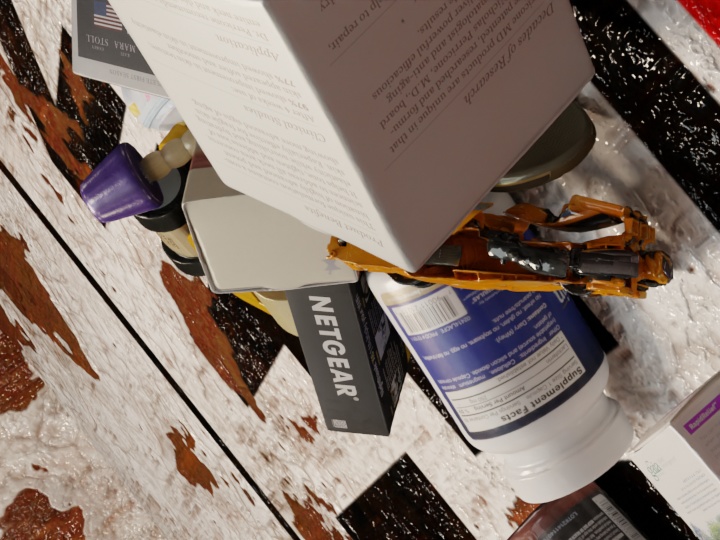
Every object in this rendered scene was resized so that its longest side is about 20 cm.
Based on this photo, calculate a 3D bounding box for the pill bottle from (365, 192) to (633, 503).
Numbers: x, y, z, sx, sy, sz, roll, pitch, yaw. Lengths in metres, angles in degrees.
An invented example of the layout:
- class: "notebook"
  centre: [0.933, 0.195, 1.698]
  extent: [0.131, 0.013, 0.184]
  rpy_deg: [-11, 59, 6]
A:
- class: "pill bottle"
  centre: [0.100, 0.054, 1.194]
  extent: [0.200, 0.116, 0.116]
  rpy_deg: [58, 160, -13]

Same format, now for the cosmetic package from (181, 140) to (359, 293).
- class: "cosmetic package"
  centre: [-0.047, -0.089, 1.147]
  extent: [0.087, 0.103, 0.200]
  rpy_deg: [74, -164, -45]

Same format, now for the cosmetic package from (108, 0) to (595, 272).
- class: "cosmetic package"
  centre: [-0.010, -0.141, 0.915]
  extent: [0.167, 0.166, 0.200]
  rpy_deg: [26, 156, 41]

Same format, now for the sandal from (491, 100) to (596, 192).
- class: "sandal"
  centre: [0.052, -0.113, 1.053]
  extent: [0.200, 0.080, 0.054]
  rpy_deg: [38, 170, 30]

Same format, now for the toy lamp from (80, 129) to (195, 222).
- class: "toy lamp"
  centre: [-0.119, -0.100, 1.297]
  extent: [0.058, 0.200, 0.058]
  rpy_deg: [56, -173, -11]

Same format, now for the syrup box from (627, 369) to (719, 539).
- class: "syrup box"
  centre: [0.263, 0.153, 1.046]
  extent: [0.200, 0.081, 0.079]
  rpy_deg: [50, 158, 10]

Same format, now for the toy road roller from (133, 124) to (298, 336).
- class: "toy road roller"
  centre: [-0.076, -0.054, 1.369]
  extent: [0.200, 0.146, 0.123]
  rpy_deg: [30, 168, 25]

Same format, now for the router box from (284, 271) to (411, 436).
- class: "router box"
  centre: [0.000, 0.000, 1.271]
  extent: [0.052, 0.157, 0.200]
  rpy_deg: [4, 139, 16]

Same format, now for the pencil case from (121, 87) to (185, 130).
- class: "pencil case"
  centre: [-0.136, -0.170, 1.388]
  extent: [0.083, 0.091, 0.200]
  rpy_deg: [12, 170, -16]

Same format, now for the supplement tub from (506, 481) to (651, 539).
- class: "supplement tub"
  centre: [0.204, 0.262, 1.324]
  extent: [0.200, 0.107, 0.107]
  rpy_deg: [47, 159, 18]

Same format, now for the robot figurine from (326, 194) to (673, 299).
- class: "robot figurine"
  centre: [0.089, -0.016, 1.044]
  extent: [0.200, 0.058, 0.145]
  rpy_deg: [3, 178, 19]

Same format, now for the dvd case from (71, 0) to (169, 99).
- class: "dvd case"
  centre: [-0.124, -0.207, 1.070]
  extent: [0.150, 0.025, 0.200]
  rpy_deg: [18, 114, 38]
